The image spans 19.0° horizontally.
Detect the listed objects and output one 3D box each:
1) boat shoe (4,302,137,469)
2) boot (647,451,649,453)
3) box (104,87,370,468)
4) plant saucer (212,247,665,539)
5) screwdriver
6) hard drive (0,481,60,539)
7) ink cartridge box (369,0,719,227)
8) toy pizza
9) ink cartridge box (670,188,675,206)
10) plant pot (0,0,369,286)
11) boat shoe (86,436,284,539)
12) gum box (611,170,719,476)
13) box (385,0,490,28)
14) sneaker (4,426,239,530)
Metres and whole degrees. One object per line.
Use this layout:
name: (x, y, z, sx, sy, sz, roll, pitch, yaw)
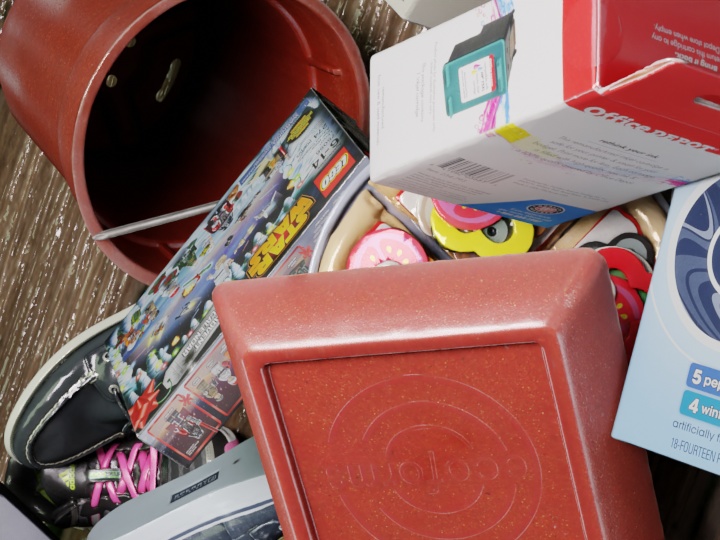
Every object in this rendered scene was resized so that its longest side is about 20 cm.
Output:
boat shoe: (-0.132, 0.067, 1.357, 0.199, 0.075, 0.066, -35, 47, -12)
boot: (0.070, 0.074, 1.180, 0.204, 0.073, 0.154, -27, 19, 0)
box: (-0.062, 0.001, 1.219, 0.200, 0.040, 0.137, -51, 25, 7)
plant saucer: (0.038, 0.092, 1.054, 0.200, 0.037, 0.200, -5, 118, 19)
screwdriver: (-0.064, -0.043, 1.291, 0.029, 0.200, 0.028, 86, 162, -53)
hard drive: (-0.198, 0.194, 1.359, 0.042, 0.200, 0.135, -44, 29, -9)
ink cartridge box: (0.108, -0.081, 0.971, 0.200, 0.116, 0.067, -18, 65, 50)
toy pizza: (0.070, 0.018, 1.085, 0.200, 0.032, 0.200, 0, 86, 5)
ink cartridge box: (0.233, -0.083, 1.048, 0.145, 0.085, 0.200, -1, 83, 45)
plant pot: (-0.127, -0.112, 1.365, 0.195, 0.201, 0.201, 36, 107, 53)
boat shoe: (-0.063, 0.159, 1.323, 0.200, 0.091, 0.071, -25, 19, 17)
gum box: (0.211, 0.003, 0.962, 0.170, 0.045, 0.200, 17, 96, 47)
box: (0.079, -0.239, 1.253, 0.082, 0.068, 0.200, 49, 116, 40)
sneaker: (-0.161, 0.137, 1.408, 0.200, 0.087, 0.074, -10, 75, 44)
